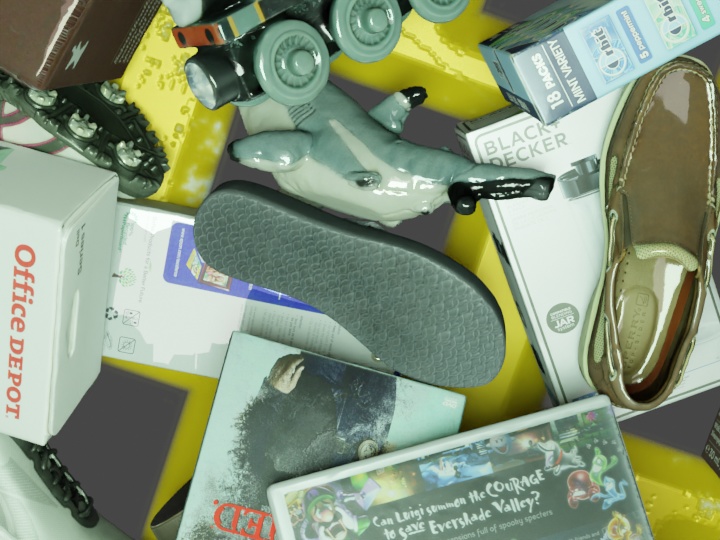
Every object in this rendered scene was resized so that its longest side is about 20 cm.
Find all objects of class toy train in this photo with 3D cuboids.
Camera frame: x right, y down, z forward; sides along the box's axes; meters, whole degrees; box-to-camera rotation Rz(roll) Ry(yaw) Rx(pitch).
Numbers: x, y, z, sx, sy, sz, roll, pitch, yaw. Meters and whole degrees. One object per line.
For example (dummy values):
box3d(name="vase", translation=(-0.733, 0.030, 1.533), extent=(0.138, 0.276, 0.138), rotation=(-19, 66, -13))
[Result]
box3d(name="toy train", translation=(-0.024, -0.169, 0.730), extent=(0.200, 0.085, 0.114), rotation=(-33, 111, -24))

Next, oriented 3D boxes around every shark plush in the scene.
box3d(name="shark plush", translation=(0.010, -0.076, 0.752), extent=(0.199, 0.091, 0.084), rotation=(13, 75, 33))

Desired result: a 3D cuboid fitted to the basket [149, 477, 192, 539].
box3d(name="basket", translation=(-0.025, 0.198, 0.808), extent=(0.180, 0.136, 0.200), rotation=(-37, 94, 32))

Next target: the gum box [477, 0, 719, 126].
box3d(name="gum box", translation=(0.168, -0.152, 0.718), extent=(0.200, 0.170, 0.045), rotation=(-29, 101, 6))

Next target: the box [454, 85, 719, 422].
box3d(name="box", translation=(0.144, -0.013, 0.801), extent=(0.116, 0.060, 0.201), rotation=(-19, 101, 3))

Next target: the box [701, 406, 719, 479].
box3d(name="box", translation=(0.284, 0.051, 0.794), extent=(0.075, 0.100, 0.201), rotation=(18, 100, -4))

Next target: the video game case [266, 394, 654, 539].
box3d(name="video game case", translation=(0.067, 0.180, 0.709), extent=(0.199, 0.023, 0.183), rotation=(-14, 78, -7))

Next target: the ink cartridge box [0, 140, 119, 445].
box3d(name="ink cartridge box", translation=(-0.249, -0.003, 0.755), extent=(0.199, 0.084, 0.145), rotation=(15, 118, 7))

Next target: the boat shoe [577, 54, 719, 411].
box3d(name="boat shoe", translation=(0.171, -0.018, 0.731), extent=(0.074, 0.075, 0.203), rotation=(4, 101, -2))

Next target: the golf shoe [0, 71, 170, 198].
box3d(name="golf shoe", translation=(-0.210, -0.092, 0.787), extent=(0.200, 0.077, 0.088), rotation=(32, 120, -4))

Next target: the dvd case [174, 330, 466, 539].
box3d(name="dvd case", translation=(-0.030, 0.148, 0.735), extent=(0.145, 0.022, 0.201), rotation=(17, 76, -7))

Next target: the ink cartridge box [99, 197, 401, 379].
box3d(name="ink cartridge box", translation=(-0.066, 0.020, 0.818), extent=(0.199, 0.039, 0.100), rotation=(12, 101, -1))

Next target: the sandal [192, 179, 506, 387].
box3d(name="sandal", translation=(0.000, -0.001, 0.769), extent=(0.200, 0.043, 0.076), rotation=(29, 119, 4))

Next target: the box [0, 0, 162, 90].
box3d(name="box", translation=(-0.194, -0.219, 0.697), extent=(0.200, 0.164, 0.166), rotation=(32, 101, -2))

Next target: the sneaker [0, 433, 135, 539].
box3d(name="sneaker", translation=(-0.213, 0.133, 0.823), extent=(0.200, 0.074, 0.079), rotation=(36, 94, -7))
